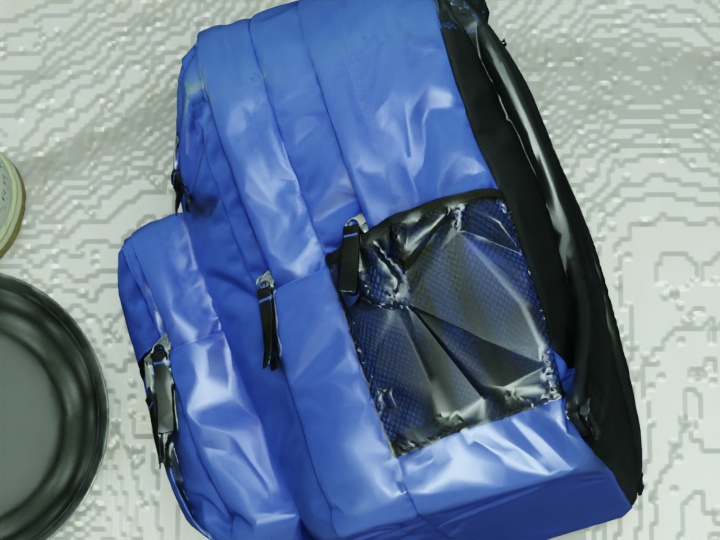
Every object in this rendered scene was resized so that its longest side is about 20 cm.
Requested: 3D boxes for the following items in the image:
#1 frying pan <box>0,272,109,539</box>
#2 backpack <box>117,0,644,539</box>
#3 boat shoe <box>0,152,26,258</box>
[{"bbox_3d":[-0.141,0.092,1.010,0.115,0.031,0.191,-13,79,-1],"label":"frying pan"},{"bbox_3d":[0.000,0.000,0.961,0.167,0.163,0.201,-15,77,2],"label":"backpack"},{"bbox_3d":[-0.226,-0.053,1.031,0.199,0.066,0.074,11,76,5],"label":"boat shoe"}]
